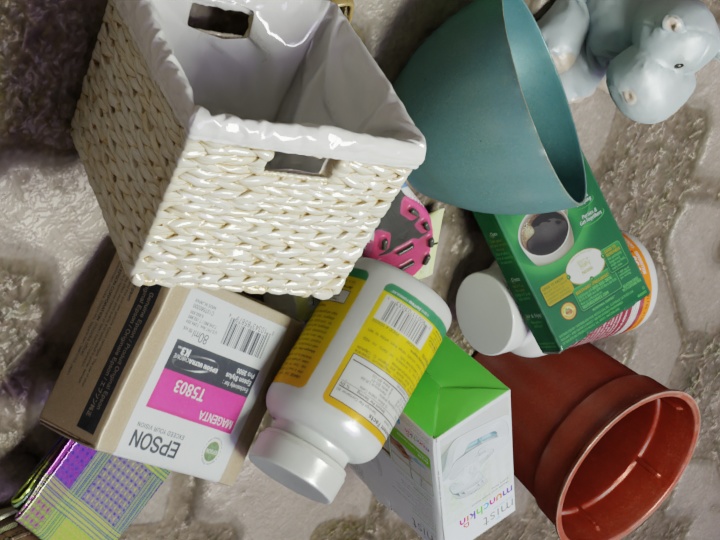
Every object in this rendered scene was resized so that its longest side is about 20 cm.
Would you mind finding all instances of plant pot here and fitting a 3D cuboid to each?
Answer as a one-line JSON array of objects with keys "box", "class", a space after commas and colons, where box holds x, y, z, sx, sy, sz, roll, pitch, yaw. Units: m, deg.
[{"box": [0.100, -0.132, 1.508, 0.135, 0.200, 0.200, -18, 145, 17], "class": "plant pot"}, {"box": [0.220, 0.158, 1.828, 0.201, 0.195, 0.201, -25, 135, -27], "class": "plant pot"}]

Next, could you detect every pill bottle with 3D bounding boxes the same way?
[{"box": [-0.013, 0.098, 1.511, 0.200, 0.113, 0.113, -60, 144, -16], "class": "pill bottle"}, {"box": [0.200, 0.026, 1.767, 0.200, 0.113, 0.113, -13, 129, -37], "class": "pill bottle"}]

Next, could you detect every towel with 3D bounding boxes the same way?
[{"box": [-0.214, 0.159, 1.519, 0.200, 0.023, 0.144, -55, 144, -15], "class": "towel"}]

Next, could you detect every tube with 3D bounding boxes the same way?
[{"box": [0.000, 0.000, 1.612, 0.200, 0.052, 0.058, -21, 174, -36], "class": "tube"}]

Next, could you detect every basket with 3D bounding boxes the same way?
[{"box": [-0.094, -0.103, 1.288, 0.198, 0.200, 0.161, 5, 130, -33], "class": "basket"}]

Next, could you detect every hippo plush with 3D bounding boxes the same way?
[{"box": [0.271, -0.217, 1.598, 0.159, 0.161, 0.200, 17, 108, -49], "class": "hippo plush"}]

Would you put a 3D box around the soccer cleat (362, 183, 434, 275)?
[{"box": [0.011, -0.067, 1.534, 0.070, 0.086, 0.200, -32, 144, -5], "class": "soccer cleat"}]

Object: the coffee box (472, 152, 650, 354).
[{"box": [0.187, -0.035, 1.672, 0.123, 0.044, 0.200, -31, 99, -22], "class": "coffee box"}]

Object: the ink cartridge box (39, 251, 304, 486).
[{"box": [-0.155, 0.084, 1.469, 0.200, 0.075, 0.165, 26, 86, -56], "class": "ink cartridge box"}]

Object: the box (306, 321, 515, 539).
[{"box": [0.047, 0.142, 1.647, 0.097, 0.200, 0.177, -31, 137, -22], "class": "box"}]

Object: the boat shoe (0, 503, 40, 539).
[{"box": [-0.327, 0.264, 1.487, 0.202, 0.075, 0.075, -21, 134, -31], "class": "boat shoe"}]

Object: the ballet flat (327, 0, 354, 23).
[{"box": [-0.048, -0.149, 1.426, 0.069, 0.063, 0.200, -16, 131, -38], "class": "ballet flat"}]
